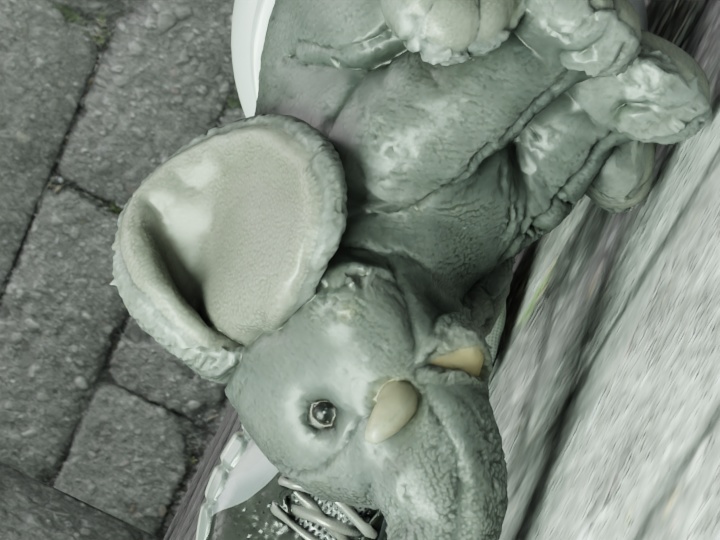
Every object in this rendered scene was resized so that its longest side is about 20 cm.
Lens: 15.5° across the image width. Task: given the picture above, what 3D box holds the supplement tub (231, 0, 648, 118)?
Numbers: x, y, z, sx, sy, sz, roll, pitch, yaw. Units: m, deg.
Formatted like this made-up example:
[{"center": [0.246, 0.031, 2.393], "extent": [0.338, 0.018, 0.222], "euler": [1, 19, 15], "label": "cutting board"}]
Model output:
[{"center": [0.029, -0.088, 0.953], "extent": [0.200, 0.144, 0.145], "euler": [-80, 16, -78], "label": "supplement tub"}]

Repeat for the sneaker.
[{"center": [-0.003, 0.060, 1.001], "extent": [0.201, 0.075, 0.115], "euler": [-64, 5, -6], "label": "sneaker"}]

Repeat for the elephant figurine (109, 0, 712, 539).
[{"center": [0.000, 0.000, 0.770], "extent": [0.201, 0.141, 0.155], "euler": [-61, 9, -1], "label": "elephant figurine"}]
